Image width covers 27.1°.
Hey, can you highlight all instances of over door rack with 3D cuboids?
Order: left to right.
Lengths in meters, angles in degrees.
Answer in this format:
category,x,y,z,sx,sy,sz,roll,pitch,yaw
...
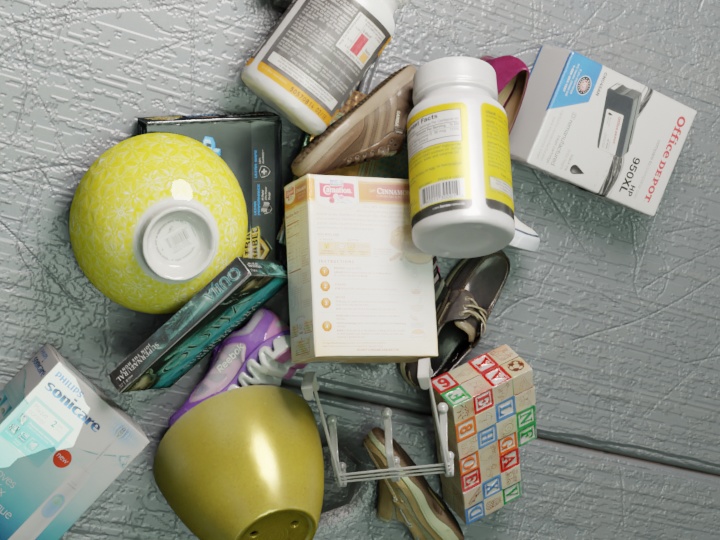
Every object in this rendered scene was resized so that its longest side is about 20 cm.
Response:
category,x,y,z,sx,sy,sz,roll,pitch,yaw
over door rack,0.025,0.169,1.723,0.146,0.067,0.201,-7,136,8

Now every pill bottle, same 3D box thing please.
category,x,y,z,sx,sy,sz,roll,pitch,yaw
pill bottle,-0.033,-0.260,1.657,0.116,0.116,0.201,38,88,-25
pill bottle,0.109,-0.125,1.644,0.113,0.114,0.202,8,67,-23

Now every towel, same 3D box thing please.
category,x,y,z,sx,sy,sz,roll,pitch,yaw
towel,-0.009,-0.106,1.732,0.146,0.022,0.202,18,79,-25

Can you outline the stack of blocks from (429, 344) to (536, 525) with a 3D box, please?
category,x,y,z,sx,sy,sz,roll,pitch,yaw
stack of blocks,0.155,0.203,1.841,0.115,0.059,0.201,-23,129,-20

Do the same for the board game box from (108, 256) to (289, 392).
category,x,y,z,sx,sy,sz,roll,pitch,yaw
board game box,-0.174,0.061,1.646,0.200,0.135,0.028,-42,78,12

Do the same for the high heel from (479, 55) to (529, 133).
category,x,y,z,sx,sy,sz,roll,pitch,yaw
high heel,0.150,-0.155,1.766,0.067,0.096,0.202,3,102,-22

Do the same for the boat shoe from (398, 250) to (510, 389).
category,x,y,z,sx,sy,sz,roll,pitch,yaw
boat shoe,0.127,0.064,1.822,0.074,0.073,0.201,32,90,-25

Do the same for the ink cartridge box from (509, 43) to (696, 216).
category,x,y,z,sx,sy,sz,roll,pitch,yaw
ink cartridge box,0.291,-0.170,1.825,0.199,0.084,0.146,20,95,-25

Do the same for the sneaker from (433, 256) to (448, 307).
category,x,y,z,sx,sy,sz,roll,pitch,yaw
sneaker,0.065,-0.005,1.785,0.087,0.073,0.202,23,77,-53

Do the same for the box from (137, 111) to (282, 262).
category,x,y,z,sx,sy,sz,roll,pitch,yaw
box,-0.168,-0.076,1.686,0.158,0.046,0.202,-4,105,-21

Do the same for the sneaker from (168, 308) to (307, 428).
category,x,y,z,sx,sy,sz,roll,pitch,yaw
sneaker,-0.149,0.119,1.730,0.200,0.089,0.080,-41,153,13

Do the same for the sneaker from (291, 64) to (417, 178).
category,x,y,z,sx,sy,sz,roll,pitch,yaw
sneaker,0.012,-0.152,1.693,0.200,0.070,0.076,-42,101,-23

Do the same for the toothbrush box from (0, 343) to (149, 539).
category,x,y,z,sx,sy,sz,roll,pitch,yaw
toothbrush box,-0.358,0.207,1.659,0.200,0.085,0.146,-46,114,-7

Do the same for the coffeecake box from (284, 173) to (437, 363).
category,x,y,z,sx,sy,sz,roll,pitch,yaw
coffeecake box,0.000,0.000,1.668,0.152,0.073,0.202,1,81,-26

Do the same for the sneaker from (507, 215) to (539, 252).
category,x,y,z,sx,sy,sz,roll,pitch,yaw
sneaker,0.153,-0.072,1.765,0.199,0.073,0.071,22,83,-48

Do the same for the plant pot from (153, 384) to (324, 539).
category,x,y,z,sx,sy,sz,roll,pitch,yaw
plant pot,-0.119,0.251,1.692,0.199,0.142,0.201,-16,135,-16

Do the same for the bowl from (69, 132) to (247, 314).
category,x,y,z,sx,sy,sz,roll,pitch,yaw
bowl,-0.204,-0.040,1.597,0.199,0.108,0.202,-5,106,-20

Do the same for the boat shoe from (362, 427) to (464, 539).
category,x,y,z,sx,sy,sz,roll,pitch,yaw
boat shoe,0.050,0.285,1.854,0.076,0.072,0.201,-33,112,6
